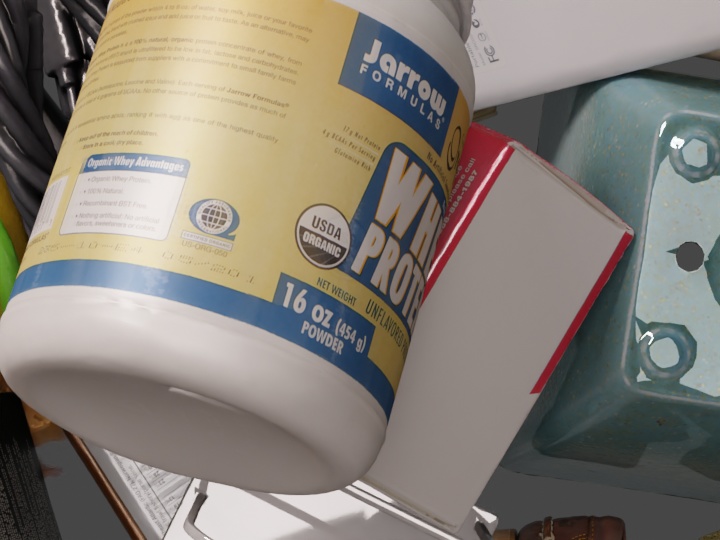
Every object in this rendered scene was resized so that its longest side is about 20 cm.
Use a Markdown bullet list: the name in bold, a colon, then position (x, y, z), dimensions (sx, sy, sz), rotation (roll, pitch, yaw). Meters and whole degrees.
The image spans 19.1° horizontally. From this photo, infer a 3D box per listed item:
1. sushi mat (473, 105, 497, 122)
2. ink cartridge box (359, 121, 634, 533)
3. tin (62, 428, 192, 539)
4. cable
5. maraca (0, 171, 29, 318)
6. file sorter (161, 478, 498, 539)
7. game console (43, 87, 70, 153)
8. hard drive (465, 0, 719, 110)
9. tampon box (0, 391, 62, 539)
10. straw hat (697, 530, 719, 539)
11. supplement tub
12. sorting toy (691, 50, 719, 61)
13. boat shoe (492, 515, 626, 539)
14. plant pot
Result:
- **sushi mat**: position (-0.031, -0.071, 1.021), dimensions (0.198, 0.096, 0.012), rotation (-23, 45, -1)
- **ink cartridge box**: position (0.000, 0.000, 0.919), dimensions (0.084, 0.200, 0.146), rotation (32, 89, -34)
- **tin**: position (-0.071, 0.091, 1.034), dimensions (0.112, 0.042, 0.201), rotation (-34, 86, 3)
- **cable**: position (-0.128, -0.093, 0.906), dimensions (0.050, 0.163, 0.202), rotation (-16, 67, 8)
- **maraca**: position (-0.216, -0.032, 0.898), dimensions (0.200, 0.138, 0.107), rotation (41, 43, 10)
- **file sorter**: position (-0.039, 0.177, 0.949), dimensions (0.138, 0.125, 0.201), rotation (26, 92, -2)
- **game console**: position (-0.234, -0.048, 1.052), dimensions (0.176, 0.031, 0.201), rotation (-38, 86, -1)
- **hard drive**: position (0.073, -0.141, 0.904), dimensions (0.025, 0.199, 0.133), rotation (-41, 111, -41)
- **tampon box**: position (-0.220, 0.134, 0.953), dimensions (0.149, 0.200, 0.127), rotation (-18, 85, 0)
- **straw hat**: position (0.189, 0.162, 0.990), dimensions (0.199, 0.085, 0.203), rotation (-10, 125, -14)
- **supplement tub**: position (-0.039, -0.033, 0.791), dimensions (0.143, 0.145, 0.202), rotation (15, 70, 3)
- **sorting toy**: position (0.167, -0.192, 0.962), dimensions (0.184, 0.036, 0.202), rotation (18, 117, 43)
- **boat shoe**: position (0.107, 0.215, 1.001), dimensions (0.070, 0.070, 0.202), rotation (-8, 86, 5)
- **plant pot**: position (0.169, 0.006, 0.951), dimensions (0.194, 0.200, 0.199), rotation (9, 86, 3)
